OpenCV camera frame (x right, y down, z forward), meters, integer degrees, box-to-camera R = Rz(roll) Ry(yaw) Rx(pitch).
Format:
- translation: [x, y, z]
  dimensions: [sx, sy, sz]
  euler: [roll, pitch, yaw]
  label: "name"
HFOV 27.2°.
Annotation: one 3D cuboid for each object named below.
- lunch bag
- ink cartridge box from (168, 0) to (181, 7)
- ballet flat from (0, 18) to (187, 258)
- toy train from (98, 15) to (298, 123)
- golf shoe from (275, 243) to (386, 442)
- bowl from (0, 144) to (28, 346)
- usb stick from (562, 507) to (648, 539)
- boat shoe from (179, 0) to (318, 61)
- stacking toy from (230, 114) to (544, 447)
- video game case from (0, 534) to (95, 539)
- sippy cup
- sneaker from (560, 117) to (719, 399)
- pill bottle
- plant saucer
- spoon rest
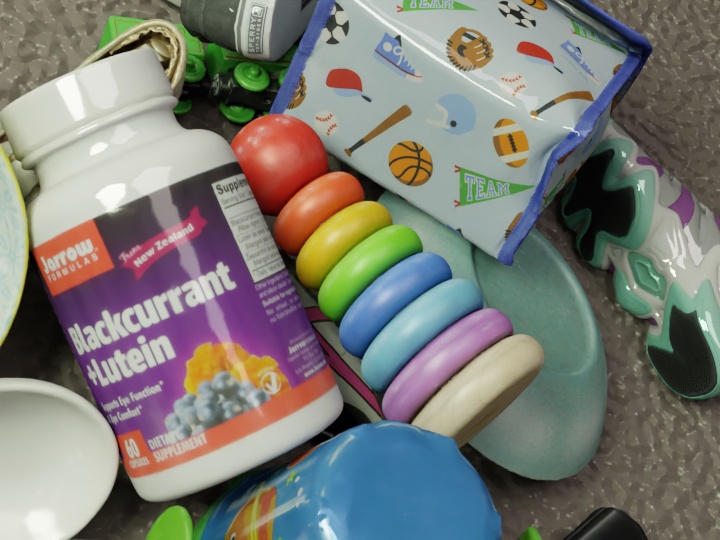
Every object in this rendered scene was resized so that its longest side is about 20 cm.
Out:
- translation: [0.072, -0.125, 0.876]
  dimensions: [0.170, 0.124, 0.200]
  euler: [35, 35, 6]
  label: "lunch bag"
- translation: [-0.105, -0.289, 0.879]
  dimensions: [0.147, 0.200, 0.145]
  euler: [30, 50, -9]
  label: "ink cartridge box"
- translation: [-0.165, -0.065, 0.786]
  dimensions: [0.067, 0.062, 0.200]
  euler: [42, 66, -7]
  label: "ballet flat"
- translation: [-0.065, -0.120, 0.911]
  dimensions: [0.200, 0.042, 0.056]
  euler: [4, 52, -26]
  label: "toy train"
- translation: [-0.056, 0.038, 0.805]
  dimensions: [0.200, 0.073, 0.092]
  euler: [29, 53, -10]
  label: "golf shoe"
- translation: [-0.263, -0.025, 0.696]
  dimensions: [0.200, 0.201, 0.108]
  euler: [7, 17, -24]
  label: "bowl"
- translation: [0.094, 0.199, 0.821]
  dimensions: [0.200, 0.033, 0.056]
  euler: [-31, 88, -36]
  label: "usb stick"
- translation: [-0.051, -0.177, 0.904]
  dimensions: [0.056, 0.069, 0.200]
  euler: [12, 23, 10]
  label: "boat shoe"
- translation: [0.000, 0.000, 0.770]
  dimensions: [0.085, 0.085, 0.200]
  euler: [-32, 73, -36]
  label: "stacking toy"
- translation: [-0.087, 0.230, 0.714]
  dimensions: [0.182, 0.024, 0.200]
  euler: [8, 59, -24]
  label: "video game case"
- translation: [-0.002, 0.138, 0.715]
  dimensions: [0.178, 0.130, 0.140]
  euler: [-31, 80, -38]
  label: "sippy cup"
- translation: [0.221, -0.022, 0.990]
  dimensions: [0.140, 0.078, 0.200]
  euler: [-19, 81, -37]
  label: "sneaker"
- translation: [-0.096, 0.000, 0.723]
  dimensions: [0.111, 0.111, 0.200]
  euler: [-26, 93, -36]
  label: "pill bottle"
- translation: [0.088, 0.023, 0.870]
  dimensions: [0.201, 0.039, 0.201]
  euler: [31, 40, -30]
  label: "plant saucer"
- translation: [-0.200, 0.071, 0.663]
  dimensions: [0.200, 0.099, 0.061]
  euler: [31, 14, -27]
  label: "spoon rest"
